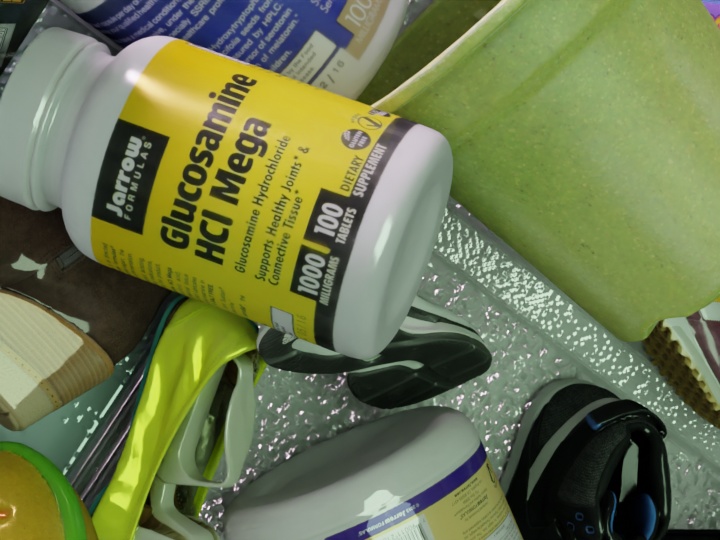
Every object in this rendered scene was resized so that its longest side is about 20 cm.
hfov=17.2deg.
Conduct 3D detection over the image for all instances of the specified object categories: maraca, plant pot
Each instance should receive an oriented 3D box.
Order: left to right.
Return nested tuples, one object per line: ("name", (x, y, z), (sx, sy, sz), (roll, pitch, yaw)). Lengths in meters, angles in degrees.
("maraca", (-0.193, 0.182, 1.172), (0.107, 0.137, 0.201), (16, 98, -45))
("plant pot", (0.120, -0.073, 1.190), (0.200, 0.200, 0.184), (-45, 100, -11))

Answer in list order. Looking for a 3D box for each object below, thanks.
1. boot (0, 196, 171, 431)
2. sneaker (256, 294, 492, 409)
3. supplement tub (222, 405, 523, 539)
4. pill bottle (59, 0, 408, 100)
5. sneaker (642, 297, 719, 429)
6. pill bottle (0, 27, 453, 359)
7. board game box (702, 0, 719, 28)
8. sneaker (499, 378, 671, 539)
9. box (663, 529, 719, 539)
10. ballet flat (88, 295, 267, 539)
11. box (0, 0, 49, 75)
("boot", (-0.170, -0.039, 1.193), (0.166, 0.072, 0.200), (-46, 112, -24))
("sneaker", (0.000, 0.000, 1.247), (0.200, 0.075, 0.116), (25, 43, -59))
("supplement tub", (0.028, 0.187, 1.244), (0.145, 0.145, 0.201), (-26, 97, -18))
("pill bottle", (-0.085, -0.160, 1.170), (0.200, 0.120, 0.120), (34, 84, -25))
("sneaker", (0.194, 0.004, 1.343), (0.090, 0.075, 0.200), (-36, 111, -9))
("pill bottle", (-0.066, -0.042, 1.111), (0.199, 0.112, 0.113), (20, 90, 11))
("board game box", (0.245, -0.118, 1.278), (0.134, 0.200, 0.045), (0, 99, -23))
("sneaker", (0.109, 0.163, 1.309), (0.073, 0.112, 0.201), (16, 91, -24))
("box", (0.196, 0.243, 1.305), (0.086, 0.163, 0.200), (49, 62, -22))
("ballet flat", (-0.095, 0.110, 1.217), (0.067, 0.067, 0.201), (6, 106, -58))
("box", (-0.208, -0.141, 1.079), (0.136, 0.200, 0.040), (3, 68, -24))
